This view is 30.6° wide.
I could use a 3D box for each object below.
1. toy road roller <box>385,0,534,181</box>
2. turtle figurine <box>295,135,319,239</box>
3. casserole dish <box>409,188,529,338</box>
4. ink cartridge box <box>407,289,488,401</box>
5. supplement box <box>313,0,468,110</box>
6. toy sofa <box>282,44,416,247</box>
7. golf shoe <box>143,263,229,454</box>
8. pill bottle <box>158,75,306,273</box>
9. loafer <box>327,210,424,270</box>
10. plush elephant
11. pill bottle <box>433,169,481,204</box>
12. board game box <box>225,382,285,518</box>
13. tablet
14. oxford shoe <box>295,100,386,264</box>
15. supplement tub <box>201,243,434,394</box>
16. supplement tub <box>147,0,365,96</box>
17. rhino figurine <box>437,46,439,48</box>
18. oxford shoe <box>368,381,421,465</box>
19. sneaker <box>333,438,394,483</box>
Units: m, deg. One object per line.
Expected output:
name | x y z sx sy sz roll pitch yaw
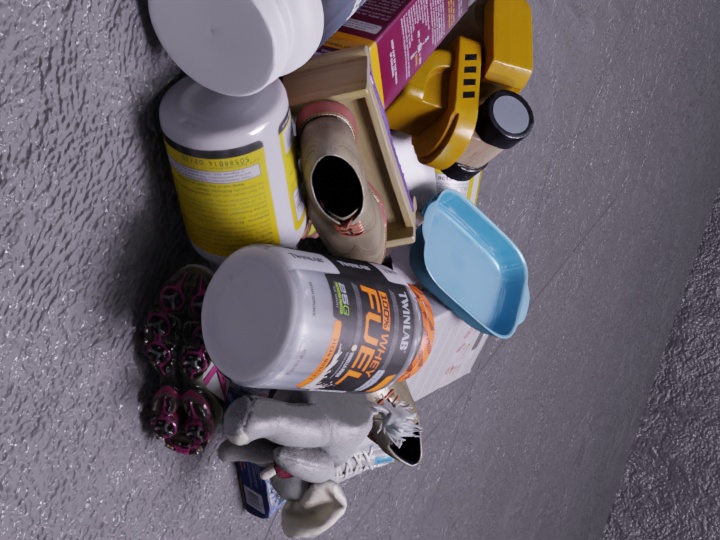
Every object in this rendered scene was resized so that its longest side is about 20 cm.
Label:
toy road roller | 0.094 -0.203 1.389 0.123 0.146 0.200 -36 -136 57
turtle figurine | -0.063 -0.045 1.328 0.161 0.064 0.200 -33 120 -68
casserole dish | 0.118 -0.005 1.468 0.200 0.039 0.121 39 55 -35
ink cartridge box | 0.087 0.082 1.551 0.200 0.050 0.161 -24 146 -49
supplement box | 0.015 -0.251 1.303 0.200 0.110 0.086 -53 149 -36
toy sofa | -0.008 -0.118 1.244 0.098 0.083 0.200 -88 164 -46
golf shoe | -0.156 0.070 1.223 0.092 0.072 0.200 -66 168 -54
pill bottle | -0.107 -0.072 1.169 0.111 0.111 0.200 -51 147 -38
loafer | 0.000 0.000 1.405 0.200 0.071 0.073 -55 -171 27
plush elephant | -0.063 0.160 1.266 0.155 0.200 0.165 -53 -154 34
pill bottle | 0.082 -0.099 1.534 0.114 0.114 0.200 -23 126 -58
board game box | -0.052 0.150 1.452 0.200 0.062 0.200 -40 141 -34
tablet | 0.030 -0.054 1.455 0.130 0.014 0.200 -17 115 -18
oxford shoe | -0.019 -0.054 1.185 0.075 0.070 0.200 -95 169 -45
supplement tub | -0.031 0.047 1.165 0.200 0.122 0.123 8 99 -48
supplement tub | -0.069 -0.250 1.097 0.200 0.140 0.141 -51 148 -38
rhino figurine | 0.113 -0.276 1.549 0.087 0.060 0.200 -47 144 -47
oxford shoe | 0.031 0.137 1.411 0.070 0.075 0.200 -37 140 -10
sneaker | -0.007 0.218 1.592 0.200 0.087 0.075 -40 142 -47
